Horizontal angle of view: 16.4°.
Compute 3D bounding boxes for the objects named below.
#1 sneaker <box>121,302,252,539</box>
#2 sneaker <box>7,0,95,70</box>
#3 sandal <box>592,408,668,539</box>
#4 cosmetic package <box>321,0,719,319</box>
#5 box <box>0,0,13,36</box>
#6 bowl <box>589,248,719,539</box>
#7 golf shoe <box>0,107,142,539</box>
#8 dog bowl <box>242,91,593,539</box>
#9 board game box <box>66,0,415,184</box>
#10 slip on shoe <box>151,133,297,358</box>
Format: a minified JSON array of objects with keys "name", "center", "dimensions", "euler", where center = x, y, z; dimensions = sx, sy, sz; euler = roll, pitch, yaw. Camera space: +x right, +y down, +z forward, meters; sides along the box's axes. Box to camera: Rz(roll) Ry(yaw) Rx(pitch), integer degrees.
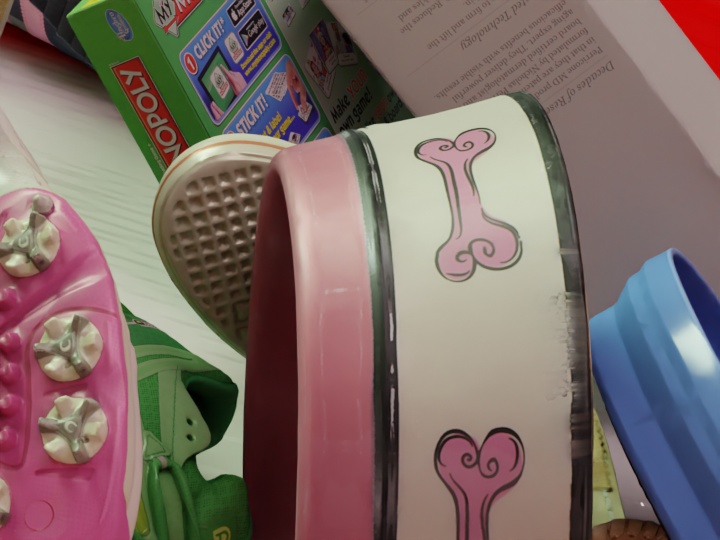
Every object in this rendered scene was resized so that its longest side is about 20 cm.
[{"name":"sneaker","center":[-0.073,0.074,0.710],"dimensions":[0.084,0.074,0.200],"euler":[19,34,-5]},{"name":"sneaker","center":[-0.124,-0.128,0.955],"dimensions":[0.200,0.070,0.082],"euler":[29,3,-17]},{"name":"sandal","center":[0.069,0.094,0.765],"dimensions":[0.078,0.070,0.212],"euler":[-10,43,-8]},{"name":"cosmetic package","center":[0.075,-0.068,0.917],"dimensions":[0.200,0.081,0.113],"euler":[49,20,-9]},{"name":"box","center":[-0.183,-0.112,0.767],"dimensions":[0.158,0.200,0.048],"euler":[31,37,6]},{"name":"bowl","center":[0.133,0.087,0.776],"dimensions":[0.201,0.039,0.201],"euler":[55,11,-16]},{"name":"golf shoe","center":[-0.096,0.010,0.663],"dimensions":[0.200,0.075,0.092],"euler":[64,4,34]},{"name":"dog bowl","center":[0.009,0.049,0.705],"dimensions":[0.074,0.200,0.200],"euler":[1,39,-7]},{"name":"board game box","center":[-0.027,-0.078,0.917],"dimensions":[0.135,0.029,0.200],"euler":[61,29,-17]},{"name":"slip on shoe","center":[0.000,0.000,0.832],"dimensions":[0.200,0.074,0.061],"euler":[23,21,-47]}]
